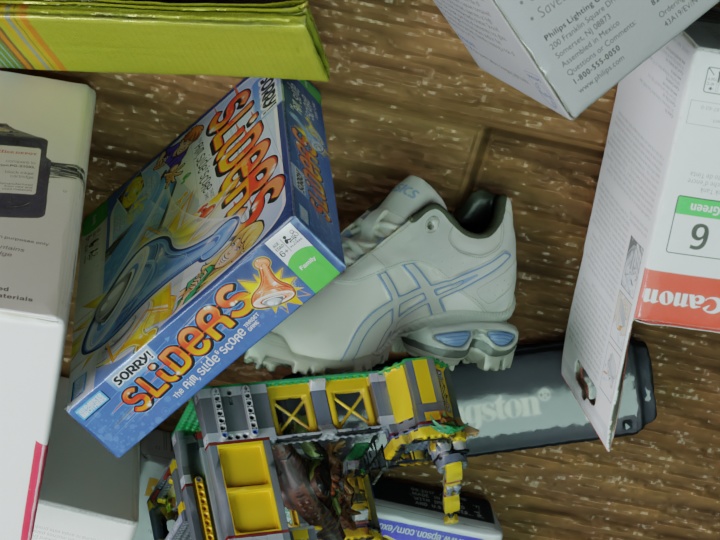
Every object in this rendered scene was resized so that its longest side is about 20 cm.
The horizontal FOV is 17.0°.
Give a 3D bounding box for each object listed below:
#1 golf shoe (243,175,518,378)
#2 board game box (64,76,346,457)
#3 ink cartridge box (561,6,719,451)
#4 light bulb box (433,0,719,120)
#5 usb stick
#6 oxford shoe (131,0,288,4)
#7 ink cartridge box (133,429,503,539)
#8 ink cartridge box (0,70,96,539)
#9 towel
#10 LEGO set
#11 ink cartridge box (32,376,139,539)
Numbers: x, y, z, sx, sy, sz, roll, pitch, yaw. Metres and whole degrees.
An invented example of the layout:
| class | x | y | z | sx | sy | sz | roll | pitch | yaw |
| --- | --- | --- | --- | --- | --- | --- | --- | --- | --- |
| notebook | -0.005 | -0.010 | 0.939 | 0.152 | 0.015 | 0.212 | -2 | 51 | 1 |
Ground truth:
| class | x | y | z | sx | sy | sz | roll | pitch | yaw |
| --- | --- | --- | --- | --- | --- | --- | --- | --- | --- |
| golf shoe | 0.000 | 0.000 | 1.156 | 0.200 | 0.078 | 0.097 | -5 | 109 | -48 |
| board game box | -0.072 | -0.013 | 1.100 | 0.135 | 0.200 | 0.034 | -40 | 112 | 13 |
| ink cartridge box | 0.148 | -0.022 | 1.154 | 0.050 | 0.109 | 0.200 | 7 | 107 | -10 |
| light bulb box | 0.092 | -0.210 | 1.034 | 0.198 | 0.125 | 0.200 | -39 | 114 | -5 |
| usb stick | 0.052 | 0.070 | 1.242 | 0.200 | 0.033 | 0.055 | -7 | 87 | -2 |
| oxford shoe | -0.090 | -0.138 | 1.110 | 0.200 | 0.073 | 0.084 | -6 | 124 | 0 |
| ink cartridge box | -0.047 | 0.195 | 1.294 | 0.198 | 0.043 | 0.200 | 13 | 112 | -12 |
| ink cartridge box | -0.176 | 0.017 | 1.099 | 0.084 | 0.200 | 0.145 | 9 | 123 | -7 |
| towel | -0.117 | -0.109 | 1.099 | 0.200 | 0.086 | 0.018 | 3 | 79 | 7 |
| LEGO set | -0.025 | 0.131 | 1.128 | 0.154 | 0.116 | 0.200 | 0 | 153 | -27 |
| ink cartridge box | -0.200 | 0.161 | 1.217 | 0.129 | 0.125 | 0.200 | 15 | 115 | -12 |
